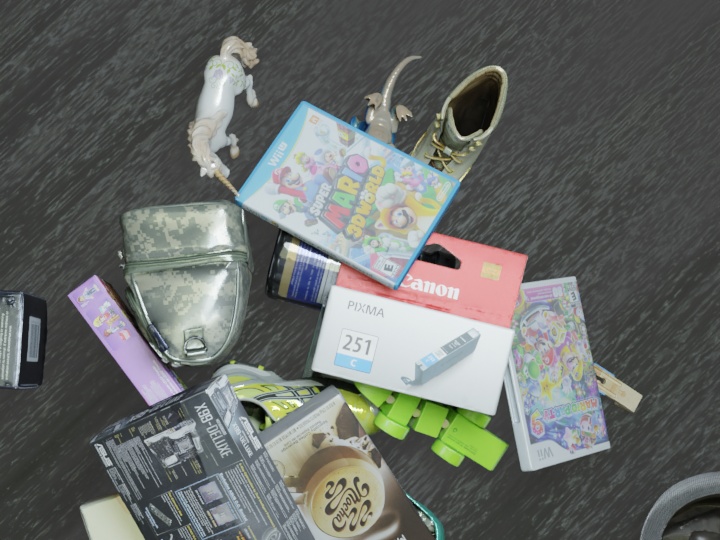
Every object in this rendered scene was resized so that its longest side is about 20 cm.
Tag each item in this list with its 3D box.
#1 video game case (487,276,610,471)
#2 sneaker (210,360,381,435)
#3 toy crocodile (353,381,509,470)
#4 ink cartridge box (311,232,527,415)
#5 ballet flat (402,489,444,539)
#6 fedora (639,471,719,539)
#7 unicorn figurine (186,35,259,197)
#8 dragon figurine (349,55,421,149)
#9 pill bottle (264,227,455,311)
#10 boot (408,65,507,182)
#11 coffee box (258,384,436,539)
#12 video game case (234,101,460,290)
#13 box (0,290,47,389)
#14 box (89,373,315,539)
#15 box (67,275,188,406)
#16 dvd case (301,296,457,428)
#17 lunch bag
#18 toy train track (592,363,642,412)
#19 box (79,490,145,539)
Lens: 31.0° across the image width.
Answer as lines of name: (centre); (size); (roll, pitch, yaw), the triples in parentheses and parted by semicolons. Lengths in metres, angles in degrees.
video game case: (0.210, 0.111, 1.440); (0.143, 0.018, 0.200); (-6, 84, -43)
sneaker: (-0.073, 0.161, 1.440); (0.200, 0.076, 0.075); (9, 125, 1)
toy crocodile: (0.077, 0.161, 1.431); (0.200, 0.062, 0.068); (28, 93, -19)
ink cartridge box: (0.065, 0.044, 1.371); (0.200, 0.045, 0.176); (14, 86, 2)
ballet flat: (0.015, 0.253, 1.454); (0.200, 0.070, 0.067); (37, 84, 0)
fedora: (0.391, 0.314, 1.467); (0.200, 0.090, 0.177); (-12, 88, -12)
unicorn figurine: (-0.157, -0.166, 1.439); (0.074, 0.137, 0.200); (-1, 82, 5)
dragon figurine: (0.016, -0.153, 1.490); (0.059, 0.099, 0.200); (15, 70, -10)
pill bottle: (0.000, 0.000, 1.454); (0.200, 0.112, 0.112); (14, 84, -4)
boot: (0.094, -0.130, 1.449); (0.072, 0.155, 0.200); (33, 82, 0)
coffee box: (-0.018, 0.237, 1.370); (0.113, 0.080, 0.200); (-34, 96, -6)
video game case: (-0.013, -0.083, 1.391); (0.200, 0.018, 0.143); (28, 69, 11)
box: (-0.451, 0.071, 1.396); (0.200, 0.148, 0.105); (3, 86, -3)
box: (-0.161, 0.224, 1.319); (0.158, 0.050, 0.200); (-26, 96, 24)
box: (-0.236, 0.099, 1.415); (0.039, 0.137, 0.200); (-37, 89, -6)
dvd case: (0.040, 0.112, 1.448); (0.200, 0.022, 0.146); (16, 126, -2)
lunch bag: (-0.181, 0.021, 1.394); (0.139, 0.200, 0.168); (-8, 85, -5)
toy train track: (0.235, 0.103, 1.506); (0.200, 0.033, 0.115); (32, 76, -7)
box: (-0.197, 0.259, 1.427); (0.200, 0.095, 0.078); (-18, 86, -7)
